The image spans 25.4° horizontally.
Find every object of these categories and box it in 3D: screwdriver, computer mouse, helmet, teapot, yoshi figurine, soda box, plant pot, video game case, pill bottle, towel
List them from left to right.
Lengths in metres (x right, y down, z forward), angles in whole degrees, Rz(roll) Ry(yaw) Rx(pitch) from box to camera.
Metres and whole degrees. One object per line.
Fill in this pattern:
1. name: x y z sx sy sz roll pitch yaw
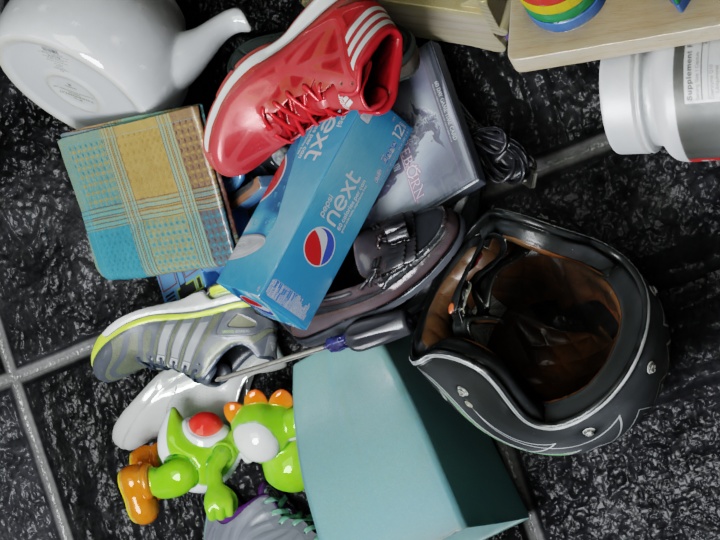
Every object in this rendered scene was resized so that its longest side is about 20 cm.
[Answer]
1. teapot: -0.236 -0.223 1.488 0.197 0.199 0.147 -15 45 60
2. towel: -0.190 -0.068 1.448 0.199 0.022 0.148 -7 103 44
3. yoshi figurine: -0.116 0.183 1.487 0.198 0.112 0.113 -22 62 13
4. screwdriver: -0.042 0.068 1.388 0.198 0.029 0.028 -16 118 28
5. soda box: -0.039 -0.056 1.363 0.068 0.064 0.201 15 73 50
6. video game case: 0.010 -0.093 1.425 0.199 0.019 0.144 -31 63 30
7. plant pot: 0.028 0.157 1.413 0.141 0.141 0.202 -30 72 24
8. computer mouse: 0.070 -0.044 1.414 0.138 0.052 0.201 38 104 35
9. helmet: 0.154 0.058 1.309 0.189 0.200 0.201 28 108 -8
10. pill bottle: 0.297 -0.145 1.266 0.198 0.114 0.115 -2 95 25

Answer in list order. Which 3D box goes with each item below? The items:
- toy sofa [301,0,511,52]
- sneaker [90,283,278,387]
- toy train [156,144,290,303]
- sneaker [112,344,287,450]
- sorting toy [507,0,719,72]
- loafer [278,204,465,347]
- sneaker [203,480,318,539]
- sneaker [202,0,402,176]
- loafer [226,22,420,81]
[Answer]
1. toy sofa: 0.045 -0.260 1.398 0.198 0.098 0.084 11 76 23
2. sneaker: -0.160 0.071 1.456 0.198 0.074 0.082 -21 70 23
3. toy train: -0.119 -0.043 1.465 0.199 0.086 0.115 -31 75 43
4. sneaker: -0.154 0.124 1.532 0.200 0.075 0.089 -42 90 21
5. sorting toy: 0.209 -0.274 1.266 0.198 0.070 0.201 -7 62 25
6. loafer: 0.000 0.000 1.373 0.199 0.072 0.063 -34 126 30
7. sneaker: -0.067 0.245 1.501 0.198 0.074 0.089 0 91 25
8. sneaker: -0.045 -0.143 1.323 0.201 0.078 0.116 -51 39 9
9. loafer: -0.026 -0.180 1.434 0.198 0.063 0.072 2 53 34
